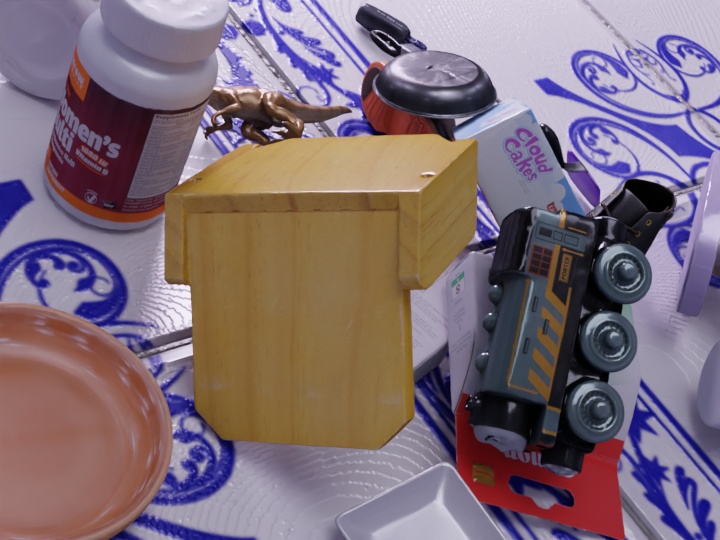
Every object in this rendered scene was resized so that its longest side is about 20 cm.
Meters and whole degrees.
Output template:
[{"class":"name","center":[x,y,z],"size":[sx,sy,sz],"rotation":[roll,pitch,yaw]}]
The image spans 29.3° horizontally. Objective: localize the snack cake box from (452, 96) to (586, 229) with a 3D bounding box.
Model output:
[{"class":"snack cake box","center":[0.133,-0.080,1.172],"size":[0.116,0.067,0.200],"rotation":[63,6,-8]}]

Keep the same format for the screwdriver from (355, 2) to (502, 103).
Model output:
[{"class":"screwdriver","center":[0.080,-0.216,1.418],"size":[0.199,0.028,0.029],"rotation":[33,12,3]}]

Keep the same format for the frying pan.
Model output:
[{"class":"frying pan","center":[0.068,-0.191,1.276],"size":[0.114,0.031,0.191],"rotation":[3,34,-3]}]

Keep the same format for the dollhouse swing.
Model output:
[{"class":"dollhouse swing","center":[-0.021,0.010,1.008],"size":[0.198,0.177,0.182],"rotation":[0,21,24]}]

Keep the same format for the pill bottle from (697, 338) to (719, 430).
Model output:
[{"class":"pill bottle","center":[0.398,0.119,1.180],"size":[0.198,0.113,0.113],"rotation":[18,41,-12]}]

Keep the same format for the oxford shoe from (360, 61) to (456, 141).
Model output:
[{"class":"oxford shoe","center":[0.067,-0.123,1.282],"size":[0.072,0.072,0.201],"rotation":[4,45,-30]}]

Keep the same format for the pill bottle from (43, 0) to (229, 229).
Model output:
[{"class":"pill bottle","center":[-0.173,-0.136,1.062],"size":[0.109,0.201,0.110],"rotation":[15,42,-14]}]

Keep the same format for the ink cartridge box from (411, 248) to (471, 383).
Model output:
[{"class":"ink cartridge box","center":[0.000,0.000,1.136],"size":[0.200,0.045,0.176],"rotation":[42,43,15]}]

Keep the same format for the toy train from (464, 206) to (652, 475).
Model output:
[{"class":"toy train","center":[0.144,0.048,1.029],"size":[0.113,0.085,0.202],"rotation":[16,76,-9]}]

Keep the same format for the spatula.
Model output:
[{"class":"spatula","center":[0.192,-0.100,1.274],"size":[0.057,0.021,0.200],"rotation":[56,11,21]}]

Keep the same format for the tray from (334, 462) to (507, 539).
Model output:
[{"class":"tray","center":[0.074,0.233,0.948],"size":[0.107,0.022,0.200],"rotation":[-20,59,-31]}]

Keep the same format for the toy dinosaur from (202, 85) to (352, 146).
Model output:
[{"class":"toy dinosaur","center":[-0.077,-0.142,1.229],"size":[0.198,0.061,0.107],"rotation":[6,44,-24]}]

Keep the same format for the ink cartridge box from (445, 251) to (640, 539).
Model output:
[{"class":"ink cartridge box","center":[0.148,0.096,1.080],"size":[0.160,0.050,0.201],"rotation":[18,49,-23]}]

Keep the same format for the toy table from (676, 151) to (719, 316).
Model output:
[{"class":"toy table","center":[0.367,-0.023,1.281],"size":[0.116,0.185,0.201],"rotation":[14,48,10]}]

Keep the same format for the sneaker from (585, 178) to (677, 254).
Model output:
[{"class":"sneaker","center":[0.197,-0.020,1.217],"size":[0.075,0.107,0.199],"rotation":[44,43,18]}]

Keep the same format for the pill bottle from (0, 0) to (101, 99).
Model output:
[{"class":"pill bottle","center":[-0.240,-0.250,1.203],"size":[0.119,0.120,0.201],"rotation":[25,40,-3]}]

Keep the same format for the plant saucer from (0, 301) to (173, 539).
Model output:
[{"class":"plant saucer","center":[-0.225,0.106,0.911],"size":[0.199,0.038,0.201],"rotation":[16,41,-15]}]
